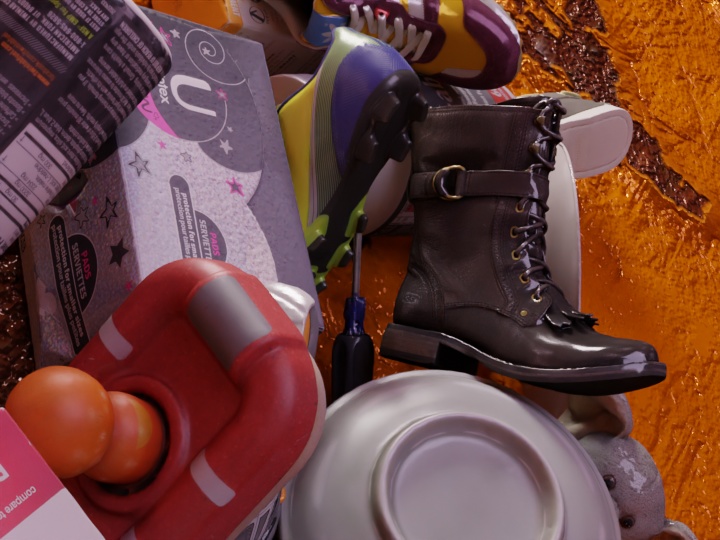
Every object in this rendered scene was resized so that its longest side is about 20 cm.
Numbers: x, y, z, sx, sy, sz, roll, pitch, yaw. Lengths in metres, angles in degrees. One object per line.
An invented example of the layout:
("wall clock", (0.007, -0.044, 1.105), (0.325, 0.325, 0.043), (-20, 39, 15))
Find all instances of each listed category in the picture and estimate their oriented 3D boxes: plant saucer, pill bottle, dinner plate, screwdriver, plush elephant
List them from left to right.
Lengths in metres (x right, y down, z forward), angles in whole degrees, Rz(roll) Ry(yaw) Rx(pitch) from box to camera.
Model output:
("pill bottle", (-0.198, -0.071, 0.863), (0.106, 0.106, 0.200), (43, 82, -12))
("screwdriver", (0.000, 0.000, 1.063), (0.029, 0.028, 0.202), (2, 94, -52))
("pill bottle", (0.016, -0.081, 1.148), (0.199, 0.116, 0.117), (-3, 64, -47))
("plant saucer", (0.055, 0.135, 0.923), (0.198, 0.050, 0.201), (6, 57, -10))
("dinner plate", (0.123, 0.012, 1.157), (0.024, 0.201, 0.201), (2, 53, -4))
("plush elephant", (0.123, 0.160, 1.043), (0.165, 0.155, 0.200), (54, 38, 1))

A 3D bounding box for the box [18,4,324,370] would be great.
("box", (-0.119, -0.039, 0.976), (0.132, 0.115, 0.201), (12, 53, -41))

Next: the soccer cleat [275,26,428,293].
("soccer cleat", (-0.033, -0.056, 1.029), (0.084, 0.201, 0.064), (46, 27, 27))

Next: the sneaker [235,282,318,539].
("sneaker", (-0.070, 0.102, 0.899), (0.078, 0.201, 0.077), (28, 6, 37))

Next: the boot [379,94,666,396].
("boot", (0.099, -0.020, 1.016), (0.069, 0.199, 0.176), (23, 77, -62))

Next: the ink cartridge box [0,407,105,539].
("ink cartridge box", (-0.156, 0.185, 0.744), (0.201, 0.145, 0.084), (53, 41, -1))

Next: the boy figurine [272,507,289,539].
("boy figurine", (-0.006, 0.229, 0.934), (0.124, 0.064, 0.201), (-2, 60, -48))

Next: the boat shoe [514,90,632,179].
("boat shoe", (0.125, -0.101, 1.322), (0.201, 0.073, 0.060), (-11, 29, -37))

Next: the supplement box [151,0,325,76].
("supplement box", (-0.050, -0.189, 1.195), (0.199, 0.073, 0.127), (7, 58, -44))

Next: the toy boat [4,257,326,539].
("toy boat", (-0.121, 0.081, 0.809), (0.131, 0.200, 0.131), (49, 12, 32))

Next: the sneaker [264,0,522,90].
("sneaker", (0.007, -0.162, 1.096), (0.199, 0.075, 0.090), (28, 44, 8))
